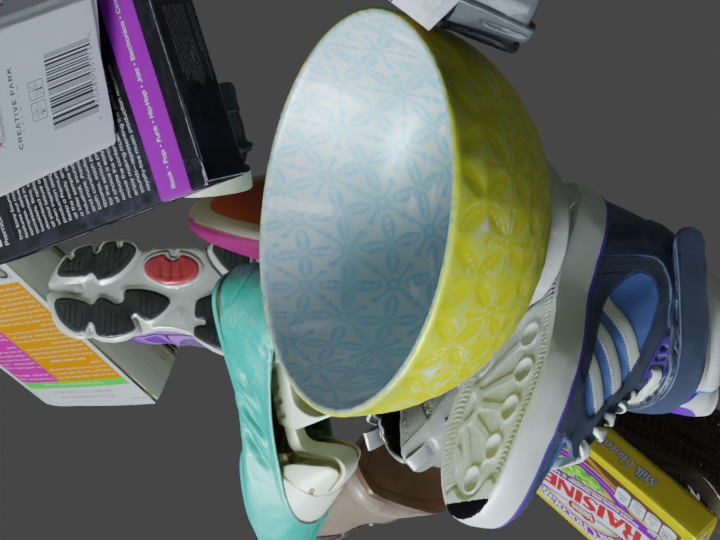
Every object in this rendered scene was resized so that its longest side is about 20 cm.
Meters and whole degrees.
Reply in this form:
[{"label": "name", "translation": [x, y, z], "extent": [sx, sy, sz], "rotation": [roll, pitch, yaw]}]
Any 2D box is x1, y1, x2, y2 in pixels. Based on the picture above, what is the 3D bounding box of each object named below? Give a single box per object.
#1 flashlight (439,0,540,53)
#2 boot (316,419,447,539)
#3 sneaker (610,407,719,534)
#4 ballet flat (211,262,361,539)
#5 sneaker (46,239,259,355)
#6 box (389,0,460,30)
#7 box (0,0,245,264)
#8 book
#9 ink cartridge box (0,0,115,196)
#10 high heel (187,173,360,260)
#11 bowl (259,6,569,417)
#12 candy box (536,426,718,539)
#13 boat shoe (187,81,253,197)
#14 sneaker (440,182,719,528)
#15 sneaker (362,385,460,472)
[{"label": "flashlight", "translation": [-0.010, -0.158, 0.679], "extent": [0.200, 0.068, 0.068], "rotation": [21, 131, -6]}, {"label": "boot", "translation": [-0.006, 0.153, 1.037], "extent": [0.146, 0.070, 0.200], "rotation": [-28, 167, 25]}, {"label": "sneaker", "translation": [0.211, 0.122, 0.992], "extent": [0.200, 0.071, 0.076], "rotation": [37, 158, -18]}, {"label": "ballet flat", "translation": [-0.037, 0.091, 0.899], "extent": [0.070, 0.067, 0.200], "rotation": [7, 117, 35]}, {"label": "sneaker", "translation": [-0.095, 0.016, 0.972], "extent": [0.199, 0.081, 0.083], "rotation": [7, 174, 7]}, {"label": "box", "translation": [0.044, -0.197, 0.550], "extent": [0.136, 0.038, 0.200], "rotation": [31, 121, -31]}, {"label": "box", "translation": [-0.158, -0.089, 0.793], "extent": [0.200, 0.036, 0.143], "rotation": [-16, 92, 38]}, {"label": "book", "translation": [-0.241, 0.023, 1.050], "extent": [0.133, 0.048, 0.200], "rotation": [-10, 137, 39]}, {"label": "ink cartridge box", "translation": [-0.251, -0.087, 0.724], "extent": [0.200, 0.175, 0.084], "rotation": [17, 123, 35]}, {"label": "high heel", "translation": [0.000, 0.000, 0.888], "extent": [0.199, 0.068, 0.096], "rotation": [7, 134, 9]}, {"label": "bowl", "translation": [0.038, -0.025, 0.763], "extent": [0.107, 0.201, 0.200], "rotation": [5, 153, -28]}, {"label": "candy box", "translation": [0.130, 0.118, 0.954], "extent": [0.200, 0.026, 0.102], "rotation": [40, 156, 25]}, {"label": "boat shoe", "translation": [-0.145, -0.078, 0.857], "extent": [0.201, 0.074, 0.063], "rotation": [4, 106, 36]}, {"label": "sneaker", "translation": [0.135, 0.065, 0.811], "extent": [0.146, 0.200, 0.081], "rotation": [31, 155, -23]}, {"label": "sneaker", "translation": [0.029, 0.074, 0.916], "extent": [0.075, 0.082, 0.200], "rotation": [54, 172, -6]}]
